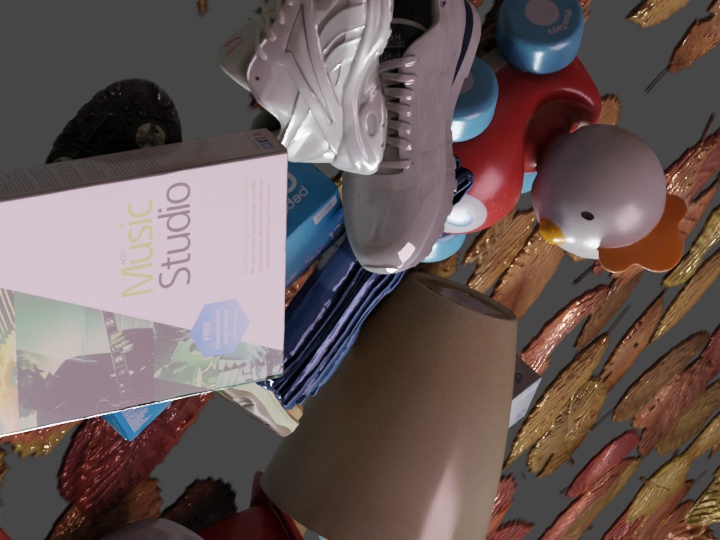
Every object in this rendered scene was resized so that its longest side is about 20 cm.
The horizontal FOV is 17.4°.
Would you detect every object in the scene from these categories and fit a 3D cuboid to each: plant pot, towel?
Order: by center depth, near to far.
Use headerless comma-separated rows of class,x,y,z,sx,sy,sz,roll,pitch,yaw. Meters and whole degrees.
towel,0.000,0.000,1.544,0.200,0.048,0.112,-55,-175,1
plant pot,0.044,0.111,1.855,0.187,0.187,0.201,1,114,-65

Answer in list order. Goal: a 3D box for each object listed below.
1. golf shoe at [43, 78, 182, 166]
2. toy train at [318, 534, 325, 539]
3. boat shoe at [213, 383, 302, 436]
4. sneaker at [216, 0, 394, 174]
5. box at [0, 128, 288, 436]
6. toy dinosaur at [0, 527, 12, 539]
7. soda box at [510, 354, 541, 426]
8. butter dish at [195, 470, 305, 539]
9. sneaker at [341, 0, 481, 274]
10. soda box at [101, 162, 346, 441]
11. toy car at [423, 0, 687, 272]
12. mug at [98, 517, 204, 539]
golf shoe,-0.145,-0.030,1.337,0.088,0.077,0.201,-79,-174,-59
toy train,0.033,0.241,2.217,0.200,0.056,0.151,-29,153,-43
boat shoe,-0.072,0.059,1.644,0.076,0.072,0.200,-58,161,-7
sneaker,-0.032,-0.138,1.344,0.099,0.078,0.201,-3,125,-6
box,-0.136,0.008,1.271,0.199,0.036,0.145,-11,121,-22
toy dinosaur,-0.230,0.105,1.183,0.200,0.181,0.105,-59,-159,18
soda box,0.067,0.139,2.081,0.200,0.068,0.064,-34,157,-34
butter dish,-0.105,0.293,1.860,0.147,0.200,0.200,-8,125,-21
sneaker,0.021,-0.098,1.454,0.081,0.076,0.201,50,46,-65
soda box,-0.101,0.008,1.476,0.200,0.068,0.064,-44,159,-12
toy car,0.137,-0.060,1.658,0.177,0.200,0.185,-38,158,-26
mug,-0.185,0.277,1.723,0.175,0.148,0.200,-50,-166,-30
